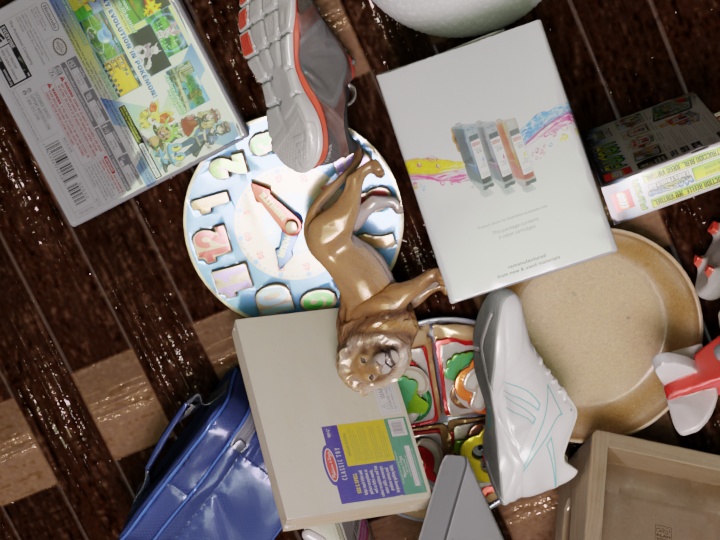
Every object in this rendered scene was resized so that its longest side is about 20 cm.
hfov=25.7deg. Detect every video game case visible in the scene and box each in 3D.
[{"bbox_3d":[-0.222,-0.166,1.389,0.182,0.022,0.200,-26,95,10],"label":"video game case"}]

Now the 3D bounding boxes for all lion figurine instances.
[{"bbox_3d":[0.000,0.000,1.380,0.122,0.072,0.200,-29,81,-1],"label":"lion figurine"}]

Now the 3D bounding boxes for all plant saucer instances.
[{"bbox_3d":[0.208,0.056,1.433,0.200,0.035,0.201,-1,103,-4],"label":"plant saucer"}]

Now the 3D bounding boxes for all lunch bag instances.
[{"bbox_3d":[-0.127,0.187,1.444,0.132,0.136,0.200,34,104,-8],"label":"lunch bag"}]

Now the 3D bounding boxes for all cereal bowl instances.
[{"bbox_3d":[0.080,-0.290,1.320,0.200,0.083,0.201,1,107,3],"label":"cereal bowl"}]

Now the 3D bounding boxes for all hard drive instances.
[{"bbox_3d":[0.093,0.271,1.388,0.026,0.132,0.200,3,144,23],"label":"hard drive"}]

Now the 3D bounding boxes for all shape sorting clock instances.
[{"bbox_3d":[-0.060,-0.043,1.423,0.199,0.039,0.200,1,107,2],"label":"shape sorting clock"}]

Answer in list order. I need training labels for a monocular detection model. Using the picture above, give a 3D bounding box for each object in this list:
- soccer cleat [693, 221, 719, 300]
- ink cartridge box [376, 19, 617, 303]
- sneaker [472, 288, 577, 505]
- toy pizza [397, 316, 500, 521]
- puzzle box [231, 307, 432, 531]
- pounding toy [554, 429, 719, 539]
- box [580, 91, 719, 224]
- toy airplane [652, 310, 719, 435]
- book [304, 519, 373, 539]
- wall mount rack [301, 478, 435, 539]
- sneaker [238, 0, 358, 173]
[{"bbox_3d":[0.370,-0.049,1.385,0.077,0.069,0.200,32,99,-12],"label":"soccer cleat"},{"bbox_3d":[0.115,-0.090,1.324,0.144,0.145,0.200,-17,89,7],"label":"ink cartridge box"},{"bbox_3d":[0.145,0.106,1.391,0.080,0.070,0.201,-10,111,-7],"label":"sneaker"},{"bbox_3d":[0.079,0.142,1.459,0.200,0.032,0.201,-1,103,-6],"label":"toy pizza"},{"bbox_3d":[-0.027,0.125,1.377,0.133,0.200,0.025,-5,148,-19],"label":"puzzle box"},{"bbox_3d":[0.242,0.271,1.423,0.184,0.200,0.142,12,151,-5],"label":"pounding toy"},{"bbox_3d":[0.246,-0.097,1.309,0.110,0.200,0.035,-20,105,9],"label":"box"},{"bbox_3d":[0.354,0.083,1.360,0.200,0.141,0.199,-9,139,-34],"label":"toy airplane"},{"bbox_3d":[-0.007,0.280,1.469,0.048,0.134,0.200,-14,106,9],"label":"book"},{"bbox_3d":[0.033,0.245,1.393,0.074,0.200,0.174,-5,128,29],"label":"wall mount rack"},{"bbox_3d":[-0.048,-0.186,1.373,0.077,0.082,0.200,-7,92,50],"label":"sneaker"}]
